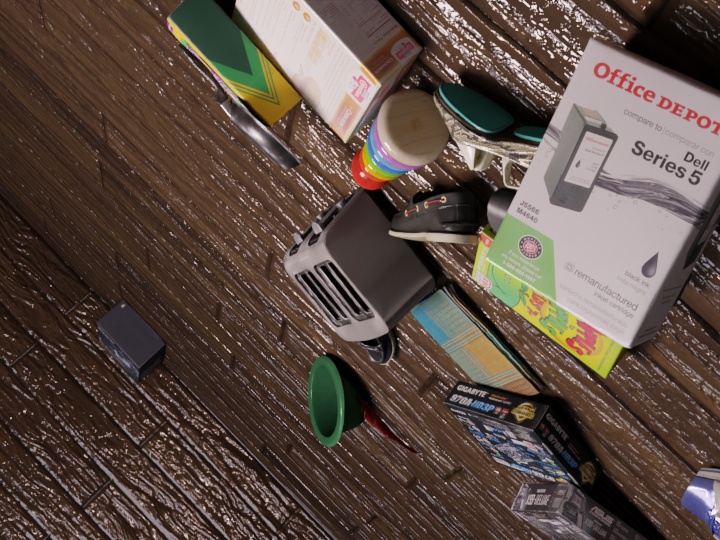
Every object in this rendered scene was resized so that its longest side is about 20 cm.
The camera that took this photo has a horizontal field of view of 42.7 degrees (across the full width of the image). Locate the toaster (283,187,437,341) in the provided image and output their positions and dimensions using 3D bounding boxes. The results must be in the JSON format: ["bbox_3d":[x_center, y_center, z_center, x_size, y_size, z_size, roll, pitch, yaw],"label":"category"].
[{"bbox_3d":[0.000,0.000,1.309,0.201,0.119,0.180,51,157,-9],"label":"toaster"}]

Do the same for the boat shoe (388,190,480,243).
[{"bbox_3d":[0.090,-0.065,1.133,0.201,0.072,0.064,-175,86,-72],"label":"boat shoe"}]

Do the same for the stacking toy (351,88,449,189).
[{"bbox_3d":[0.032,-0.140,1.090,0.086,0.085,0.200,48,160,-4],"label":"stacking toy"}]

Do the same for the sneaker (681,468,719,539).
[{"bbox_3d":[0.447,0.318,1.046,0.198,0.115,0.081,28,150,37],"label":"sneaker"}]

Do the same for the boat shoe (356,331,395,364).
[{"bbox_3d":[0.014,0.099,1.512,0.074,0.062,0.201,33,154,25],"label":"boat shoe"}]

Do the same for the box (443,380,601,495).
[{"bbox_3d":[0.234,0.243,1.352,0.159,0.046,0.199,49,159,-26],"label":"box"}]

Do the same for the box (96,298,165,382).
[{"bbox_3d":[-0.721,0.224,2.891,0.197,0.117,0.200,45,155,5],"label":"box"}]

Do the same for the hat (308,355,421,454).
[{"bbox_3d":[0.004,0.266,1.845,0.165,0.173,0.204,-6,87,64],"label":"hat"}]

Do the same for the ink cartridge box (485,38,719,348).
[{"bbox_3d":[0.214,-0.064,0.748,0.145,0.084,0.203,33,111,27],"label":"ink cartridge box"}]

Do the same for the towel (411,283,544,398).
[{"bbox_3d":[0.163,0.109,1.325,0.200,0.022,0.147,46,158,-2],"label":"towel"}]

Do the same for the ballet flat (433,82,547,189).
[{"bbox_3d":[0.148,-0.122,0.920,0.198,0.067,0.076,29,128,32],"label":"ballet flat"}]

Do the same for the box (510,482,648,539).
[{"bbox_3d":[0.339,0.389,1.361,0.199,0.050,0.158,36,161,-4],"label":"box"}]

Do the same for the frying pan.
[{"bbox_3d":[-0.138,-0.181,1.081,0.190,0.031,0.115,42,180,-38],"label":"frying pan"}]

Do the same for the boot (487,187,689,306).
[{"bbox_3d":[0.211,-0.041,0.906,0.199,0.066,0.165,32,175,35],"label":"boot"}]

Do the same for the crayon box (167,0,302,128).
[{"bbox_3d":[-0.161,-0.262,1.150,0.173,0.058,0.200,45,180,-16],"label":"crayon box"}]

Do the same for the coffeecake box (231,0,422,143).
[{"bbox_3d":[-0.043,-0.264,1.025,0.200,0.073,0.154,47,158,0],"label":"coffeecake box"}]

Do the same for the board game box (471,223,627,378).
[{"bbox_3d":[0.223,0.026,1.056,0.199,0.048,0.102,38,155,20],"label":"board game box"}]
